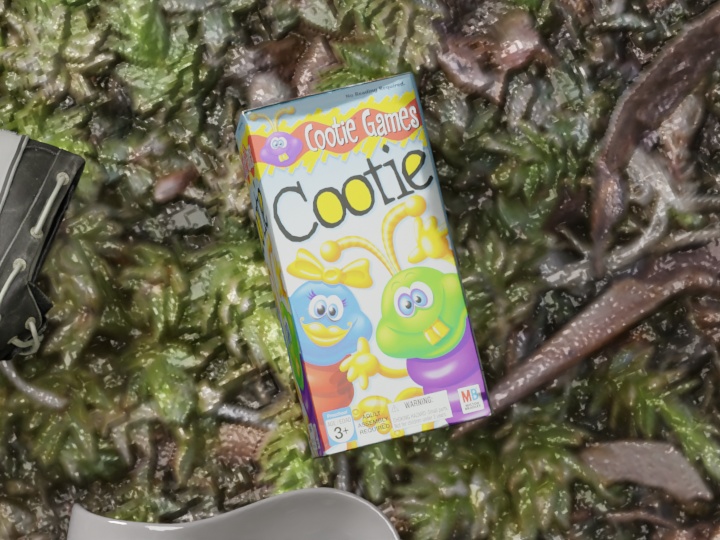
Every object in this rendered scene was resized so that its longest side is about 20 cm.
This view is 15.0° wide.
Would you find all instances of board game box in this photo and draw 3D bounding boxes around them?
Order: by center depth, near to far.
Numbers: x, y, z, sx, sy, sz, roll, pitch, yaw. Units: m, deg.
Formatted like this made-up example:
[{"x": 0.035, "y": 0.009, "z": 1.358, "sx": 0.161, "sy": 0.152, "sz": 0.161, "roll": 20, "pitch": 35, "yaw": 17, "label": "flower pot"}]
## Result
[{"x": 0.000, "y": 0.000, "z": 1.580, "sx": 0.103, "sy": 0.105, "sz": 0.201, "roll": -13, "pitch": 86, "yaw": -6, "label": "board game box"}]

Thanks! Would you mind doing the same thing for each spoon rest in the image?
[{"x": -0.072, "y": 0.170, "z": 1.581, "sx": 0.199, "sy": 0.061, "sz": 0.100, "roll": 7, "pitch": 85, "yaw": -4, "label": "spoon rest"}]

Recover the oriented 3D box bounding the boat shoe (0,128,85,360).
[{"x": -0.211, "y": 0.019, "z": 1.576, "sx": 0.064, "sy": 0.071, "sz": 0.201, "roll": 17, "pitch": 82, "yaw": -2, "label": "boat shoe"}]
